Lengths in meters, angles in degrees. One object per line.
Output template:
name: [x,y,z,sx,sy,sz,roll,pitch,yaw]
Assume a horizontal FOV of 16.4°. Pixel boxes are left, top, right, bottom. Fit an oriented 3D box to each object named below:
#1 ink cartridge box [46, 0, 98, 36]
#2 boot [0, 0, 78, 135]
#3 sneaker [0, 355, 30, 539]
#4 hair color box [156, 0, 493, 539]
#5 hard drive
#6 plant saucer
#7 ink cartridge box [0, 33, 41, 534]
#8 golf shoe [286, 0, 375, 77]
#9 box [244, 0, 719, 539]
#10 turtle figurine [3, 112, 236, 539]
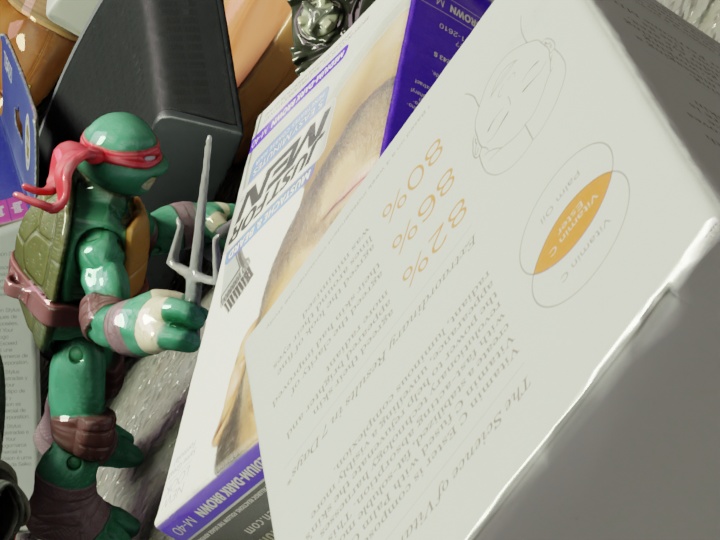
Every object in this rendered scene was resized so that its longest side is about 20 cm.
ink cartridge box: [-0.106,-0.219,1.420,0.144,0.084,0.200,-52,22,22]
boot: [-0.243,-0.147,1.676,0.155,0.074,0.200,-64,17,-1]
sneaker: [-0.154,0.090,0.964,0.082,0.077,0.200,-23,39,27]
hair color box: [0.000,0.000,0.861,0.109,0.065,0.200,-41,28,41]
hard drive: [-0.110,-0.051,1.151,0.200,0.042,0.135,124,145,-47]
plant saucer: [-0.042,-0.127,1.206,0.200,0.037,0.200,-50,21,27]
ink cartridge box: [-0.183,0.001,1.221,0.196,0.043,0.200,-127,35,-70]
golf shoe: [0.017,-0.130,1.032,0.077,0.088,0.200,-8,64,15]
box: [0.061,0.030,0.626,0.152,0.106,0.200,-53,20,17]
turtle figurine: [-0.094,0.008,1.014,0.150,0.101,0.200,-59,-13,-61]
